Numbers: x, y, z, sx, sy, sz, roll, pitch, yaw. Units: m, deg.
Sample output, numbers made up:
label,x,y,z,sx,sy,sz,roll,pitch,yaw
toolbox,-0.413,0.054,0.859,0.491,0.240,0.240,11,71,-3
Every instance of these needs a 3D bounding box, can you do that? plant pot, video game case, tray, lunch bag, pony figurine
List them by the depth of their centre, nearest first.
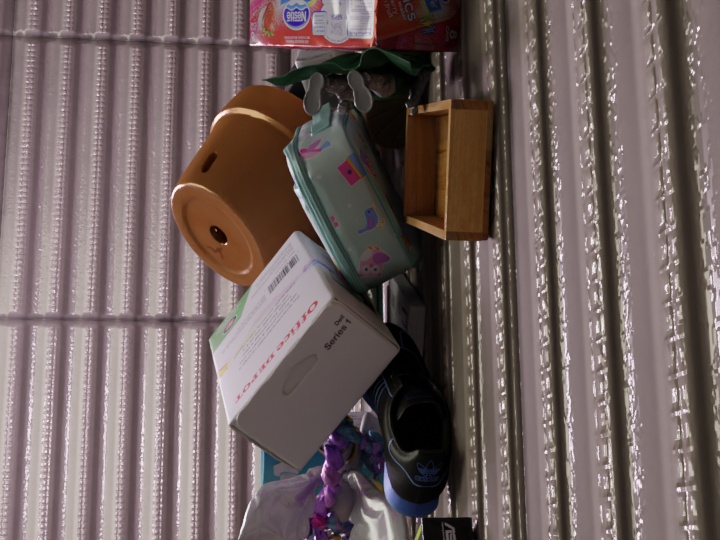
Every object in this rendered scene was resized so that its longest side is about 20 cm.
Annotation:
label,x,y,z,sx,sy,sz,roll,pitch,yaw
tray,0.067,-0.082,0.920,0.200,0.036,0.100,-134,45,-81
lunch bag,-0.010,-0.074,1.088,0.162,0.076,0.200,60,-173,-12
pony figurine,-0.023,0.217,1.119,0.200,0.164,0.196,58,-142,-75
video game case,0.042,0.117,1.169,0.143,0.018,0.204,-120,32,-76
plant pot,-0.111,-0.079,1.256,0.140,0.199,0.201,-46,-19,-32

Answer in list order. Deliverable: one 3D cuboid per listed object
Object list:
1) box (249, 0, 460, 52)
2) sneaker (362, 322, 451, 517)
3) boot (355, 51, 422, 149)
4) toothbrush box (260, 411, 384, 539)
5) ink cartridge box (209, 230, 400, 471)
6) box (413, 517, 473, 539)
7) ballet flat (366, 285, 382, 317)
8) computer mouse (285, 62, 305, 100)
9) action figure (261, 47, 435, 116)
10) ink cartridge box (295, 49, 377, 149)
label,x,y,z,sx,sy,sz,roll,pitch,yaw
box,-0.009,-0.241,0.997,0.199,0.094,0.102,15,106,52
sneaker,0.042,0.109,0.996,0.202,0.069,0.079,-104,20,-44
boot,0.024,-0.233,1.155,0.155,0.071,0.203,-108,17,-75
toothbrush box,-0.046,0.273,1.353,0.085,0.144,0.204,-135,45,-81
ink cartridge box,-0.058,0.068,1.058,0.145,0.084,0.200,-50,21,6
box,0.059,0.319,0.887,0.201,0.047,0.196,99,172,-54
ballet flat,0.000,0.000,1.236,0.068,0.063,0.203,84,-169,-64
computer mouse,-0.058,-0.142,1.307,0.059,0.033,0.203,-90,-7,-60
action figure,0.013,-0.153,0.930,0.200,0.116,0.056,-31,-59,-67
ink cartridge box,-0.021,-0.218,1.300,0.201,0.049,0.164,-88,-18,-53
